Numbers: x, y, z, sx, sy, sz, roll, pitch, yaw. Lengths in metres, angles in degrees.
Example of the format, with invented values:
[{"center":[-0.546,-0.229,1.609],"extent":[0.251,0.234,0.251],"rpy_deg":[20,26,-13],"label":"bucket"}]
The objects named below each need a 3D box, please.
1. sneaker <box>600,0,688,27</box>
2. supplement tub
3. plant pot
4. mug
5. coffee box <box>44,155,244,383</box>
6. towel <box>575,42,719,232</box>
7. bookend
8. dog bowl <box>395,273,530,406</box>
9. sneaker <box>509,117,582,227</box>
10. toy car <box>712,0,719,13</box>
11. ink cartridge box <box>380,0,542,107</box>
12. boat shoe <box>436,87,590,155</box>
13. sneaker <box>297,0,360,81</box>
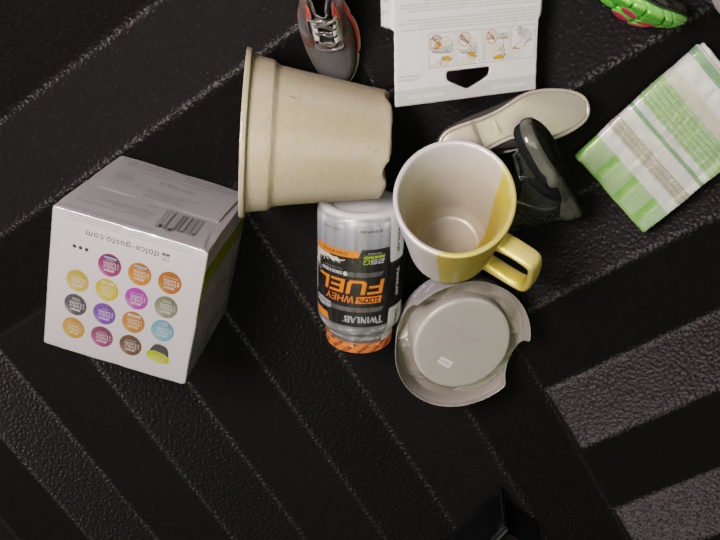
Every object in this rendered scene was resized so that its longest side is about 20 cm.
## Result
[{"center":[0.305,-0.344,0.877],"extent":[0.197,0.077,0.085],"rpy_deg":[26,97,-18],"label":"sneaker"},{"center":[0.000,0.000,1.045],"extent":[0.119,0.123,0.205],"rpy_deg":[3,115,5],"label":"supplement tub"},{"center":[-0.057,-0.162,0.954],"extent":[0.178,0.202,0.206],"rpy_deg":[4,116,-7],"label":"plant pot"},{"center":[0.122,-0.042,0.963],"extent":[0.146,0.154,0.190],"rpy_deg":[-21,69,-5],"label":"mug"},{"center":[-0.283,-0.006,1.033],"extent":[0.195,0.201,0.202],"rpy_deg":[16,116,-1],"label":"coffee box"},{"center":[0.394,-0.166,0.979],"extent":[0.149,0.031,0.199],"rpy_deg":[44,114,-10],"label":"towel"},{"center":[0.246,0.495,1.255],"extent":[0.198,0.093,0.200],"rpy_deg":[33,114,-10],"label":"bookend"},{"center":[0.138,0.092,1.083],"extent":[0.194,0.059,0.205],"rpy_deg":[-4,118,-7],"label":"dog bowl"},{"center":[0.204,-0.110,0.960],"extent":[0.112,0.078,0.199],"rpy_deg":[-17,153,20],"label":"sneaker"},{"center":[0.435,-0.381,0.817],"extent":[0.198,0.175,0.152],"rpy_deg":[36,79,-9],"label":"toy car"},{"center":[0.120,-0.295,0.899],"extent":[0.195,0.044,0.178],"rpy_deg":[-10,116,-17],"label":"ink cartridge box"},{"center":[0.191,-0.186,0.983],"extent":[0.195,0.057,0.069],"rpy_deg":[-16,99,9],"label":"boat shoe"},{"center":[-0.048,-0.304,0.919],"extent":[0.075,0.083,0.203],"rpy_deg":[-4,131,10],"label":"sneaker"}]
